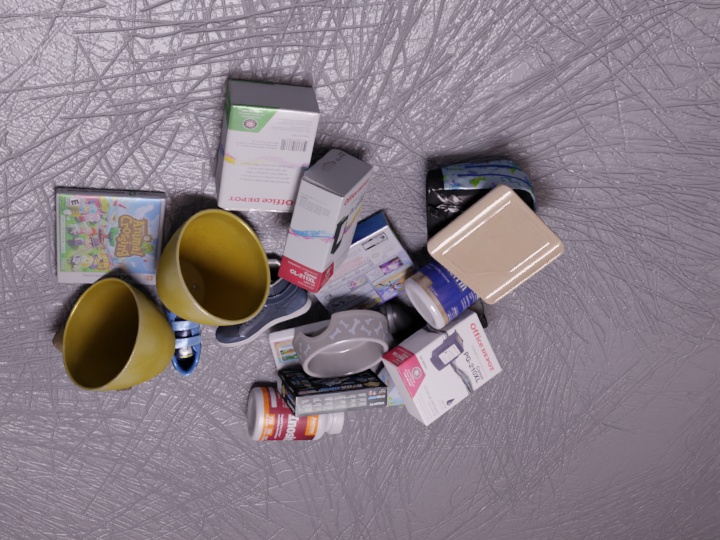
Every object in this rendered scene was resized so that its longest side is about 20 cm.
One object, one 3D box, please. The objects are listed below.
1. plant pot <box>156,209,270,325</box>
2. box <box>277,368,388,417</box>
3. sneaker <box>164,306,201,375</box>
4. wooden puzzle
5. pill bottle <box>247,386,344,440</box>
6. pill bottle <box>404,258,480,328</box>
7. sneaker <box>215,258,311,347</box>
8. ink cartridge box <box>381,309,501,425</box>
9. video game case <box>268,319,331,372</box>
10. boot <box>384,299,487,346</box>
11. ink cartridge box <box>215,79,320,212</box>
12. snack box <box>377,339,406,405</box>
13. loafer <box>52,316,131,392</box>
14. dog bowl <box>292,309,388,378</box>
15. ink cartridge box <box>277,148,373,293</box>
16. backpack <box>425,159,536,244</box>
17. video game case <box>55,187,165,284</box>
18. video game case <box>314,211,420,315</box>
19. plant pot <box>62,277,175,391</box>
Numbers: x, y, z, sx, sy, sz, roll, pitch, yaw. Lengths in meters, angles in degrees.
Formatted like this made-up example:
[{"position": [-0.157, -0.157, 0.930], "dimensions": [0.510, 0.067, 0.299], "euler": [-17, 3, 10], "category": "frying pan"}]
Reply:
[{"position": [-0.279, 0.011, 1.527], "dimensions": [0.199, 0.203, 0.141], "euler": [30, 144, -36], "category": "plant pot"}, {"position": [-0.059, 0.242, 1.782], "dimensions": [0.197, 0.159, 0.047], "euler": [-4, 104, -19], "category": "box"}, {"position": [-0.338, 0.117, 1.671], "dimensions": [0.073, 0.083, 0.202], "euler": [-5, 130, -10], "category": "sneaker"}, {"position": [0.243, -0.046, 1.560], "dimensions": [0.184, 0.037, 0.200], "euler": [-38, 125, 19], "category": "wooden puzzle"}, {"position": [-0.141, 0.311, 1.884], "dimensions": [0.197, 0.114, 0.114], "euler": [3, 131, -19], "category": "pill bottle"}, {"position": [0.192, 0.010, 1.674], "dimensions": [0.199, 0.116, 0.116], "euler": [-38, 135, -9], "category": "pill bottle"}, {"position": [-0.204, 0.058, 1.648], "dimensions": [0.200, 0.077, 0.147], "euler": [-28, 145, -4], "category": "sneaker"}, {"position": [0.163, 0.185, 1.727], "dimensions": [0.199, 0.084, 0.146], "euler": [-33, 110, -15], "category": "ink cartridge box"}, {"position": [-0.082, 0.152, 1.781], "dimensions": [0.197, 0.024, 0.183], "euler": [-12, 152, -5], "category": "video game case"}, {"position": [0.158, 0.091, 1.796], "dimensions": [0.197, 0.066, 0.165], "euler": [-15, 147, 6], "category": "boot"}, {"position": [-0.157, -0.201, 1.428], "dimensions": [0.143, 0.088, 0.202], "euler": [1, 130, -17], "category": "ink cartridge box"}, {"position": [0.138, 0.219, 1.871], "dimensions": [0.166, 0.068, 0.201], "euler": [-2, 149, -22], "category": "snack box"}, {"position": [-0.516, 0.167, 1.675], "dimensions": [0.067, 0.076, 0.201], "euler": [-27, 123, 11], "category": "loafer"}, {"position": [-0.034, 0.151, 1.715], "dimensions": [0.197, 0.059, 0.201], "euler": [-11, 151, -6], "category": "dog bowl"}, {"position": [-0.061, -0.087, 1.499], "dimensions": [0.082, 0.146, 0.202], "euler": [25, 125, 10], "category": "ink cartridge box"}, {"position": [0.222, -0.125, 1.585], "dimensions": [0.197, 0.155, 0.165], "euler": [0, 130, 10], "category": "backpack"}, {"position": [-0.440, -0.055, 1.524], "dimensions": [0.179, 0.022, 0.202], "euler": [1, 131, -17], "category": "video game case"}, {"position": [0.000, 0.000, 1.685], "dimensions": [0.198, 0.046, 0.182], "euler": [-28, 134, 10], "category": "video game case"}, {"position": [-0.422, 0.130, 1.579], "dimensions": [0.199, 0.202, 0.141], "euler": [-37, 147, 18], "category": "plant pot"}]
